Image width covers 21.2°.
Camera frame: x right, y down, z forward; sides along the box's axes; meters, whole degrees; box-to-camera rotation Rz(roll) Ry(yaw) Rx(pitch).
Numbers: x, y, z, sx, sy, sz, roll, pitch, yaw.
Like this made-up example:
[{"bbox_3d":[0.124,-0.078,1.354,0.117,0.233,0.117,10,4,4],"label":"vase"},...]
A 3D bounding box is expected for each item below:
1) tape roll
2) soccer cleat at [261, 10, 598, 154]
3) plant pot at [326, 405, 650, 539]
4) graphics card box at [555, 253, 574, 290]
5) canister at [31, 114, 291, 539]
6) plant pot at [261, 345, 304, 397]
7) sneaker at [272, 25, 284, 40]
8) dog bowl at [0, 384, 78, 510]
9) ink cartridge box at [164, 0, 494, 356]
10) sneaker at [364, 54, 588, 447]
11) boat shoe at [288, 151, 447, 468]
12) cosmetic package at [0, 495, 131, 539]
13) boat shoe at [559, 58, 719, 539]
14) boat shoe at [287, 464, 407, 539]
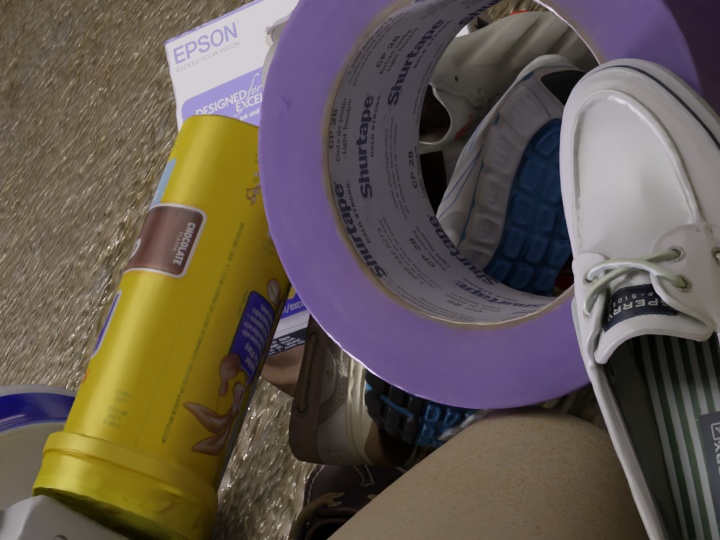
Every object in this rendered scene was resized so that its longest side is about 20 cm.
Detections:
[{"bbox_3d":[0.062,-0.049,0.787,0.200,0.200,0.085,-48,-17,25],"label":"tape roll"},{"bbox_3d":[0.049,-0.086,0.932,0.078,0.198,0.070,-125,39,-53],"label":"soccer cleat"},{"bbox_3d":[0.042,0.157,0.740,0.187,0.187,0.200,-24,25,53],"label":"plant pot"},{"bbox_3d":[0.160,-0.076,0.905,0.201,0.051,0.125,-63,23,-5],"label":"graphics card box"},{"bbox_3d":[-0.088,0.040,0.960,0.149,0.086,0.201,109,180,-70],"label":"canister"},{"bbox_3d":[-0.025,-0.030,1.176,0.201,0.092,0.202,-46,25,29],"label":"plant pot"},{"bbox_3d":[-0.011,-0.140,1.203,0.199,0.076,0.088,-26,16,-37],"label":"sneaker"},{"bbox_3d":[-0.194,0.174,1.134,0.201,0.199,0.079,-60,25,-2],"label":"dog bowl"},{"bbox_3d":[-0.010,-0.070,1.073,0.197,0.043,0.202,-20,68,25],"label":"ink cartridge box"},{"bbox_3d":[0.062,-0.010,0.900,0.201,0.074,0.087,-62,11,19],"label":"sneaker"},{"bbox_3d":[0.000,0.000,0.978,0.064,0.072,0.202,-2,73,27],"label":"boat shoe"},{"bbox_3d":[-0.135,0.236,0.935,0.166,0.199,0.168,-27,39,52],"label":"cosmetic package"},{"bbox_3d":[0.110,0.016,0.667,0.073,0.067,0.202,-28,72,32],"label":"boat shoe"},{"bbox_3d":[-0.001,0.143,0.956,0.072,0.059,0.200,-53,24,15],"label":"boat shoe"}]
